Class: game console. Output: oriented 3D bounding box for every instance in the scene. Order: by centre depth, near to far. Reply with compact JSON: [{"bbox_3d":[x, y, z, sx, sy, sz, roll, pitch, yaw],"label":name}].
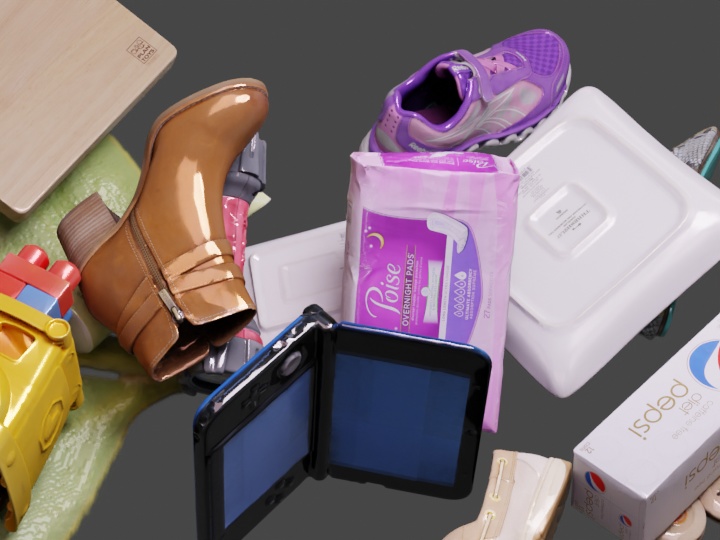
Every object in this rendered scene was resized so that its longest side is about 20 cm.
[{"bbox_3d":[-0.015,0.126,1.570,0.118,0.200,0.171,37,61,22],"label":"game console"}]

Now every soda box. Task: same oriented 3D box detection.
[{"bbox_3d":[0.238,0.108,1.667,0.068,0.064,0.200,32,56,29],"label":"soda box"}]

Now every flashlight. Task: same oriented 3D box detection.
[{"bbox_3d":[-0.097,-0.007,1.716,0.067,0.068,0.201,0,69,9],"label":"flashlight"}]

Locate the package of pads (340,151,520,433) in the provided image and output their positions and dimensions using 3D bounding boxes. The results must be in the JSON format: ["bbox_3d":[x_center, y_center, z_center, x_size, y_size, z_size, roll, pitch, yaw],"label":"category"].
[{"bbox_3d":[0.046,0.015,1.664,0.120,0.201,0.076,3,14,-3],"label":"package of pads"}]

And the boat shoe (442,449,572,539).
[{"bbox_3d":[0.084,0.204,1.604,0.069,0.074,0.200,18,47,13],"label":"boat shoe"}]

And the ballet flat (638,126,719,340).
[{"bbox_3d":[0.226,-0.040,1.778,0.072,0.072,0.201,16,56,9],"label":"ballet flat"}]

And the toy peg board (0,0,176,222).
[{"bbox_3d":[-0.286,-0.148,1.832,0.199,0.098,0.200,38,61,4],"label":"toy peg board"}]

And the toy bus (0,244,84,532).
[{"bbox_3d":[-0.289,0.058,1.638,0.199,0.136,0.192,22,61,14],"label":"toy bus"}]

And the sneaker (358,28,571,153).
[{"bbox_3d":[0.089,-0.141,1.833,0.200,0.089,0.081,-31,60,-24],"label":"sneaker"}]

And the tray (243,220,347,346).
[{"bbox_3d":[0.000,0.000,1.737,0.199,0.022,0.108,-15,55,6],"label":"tray"}]

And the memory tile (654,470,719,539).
[{"bbox_3d":[0.296,0.216,1.634,0.153,0.017,0.200,-19,58,-15],"label":"memory tile"}]

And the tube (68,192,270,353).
[{"bbox_3d":[-0.159,-0.019,1.760,0.052,0.058,0.200,-1,36,49],"label":"tube"}]

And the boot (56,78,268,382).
[{"bbox_3d":[-0.112,-0.028,1.662,0.200,0.074,0.155,-44,56,10],"label":"boot"}]

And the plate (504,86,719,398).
[{"bbox_3d":[0.158,-0.032,1.738,0.199,0.032,0.200,-42,53,-6],"label":"plate"}]
